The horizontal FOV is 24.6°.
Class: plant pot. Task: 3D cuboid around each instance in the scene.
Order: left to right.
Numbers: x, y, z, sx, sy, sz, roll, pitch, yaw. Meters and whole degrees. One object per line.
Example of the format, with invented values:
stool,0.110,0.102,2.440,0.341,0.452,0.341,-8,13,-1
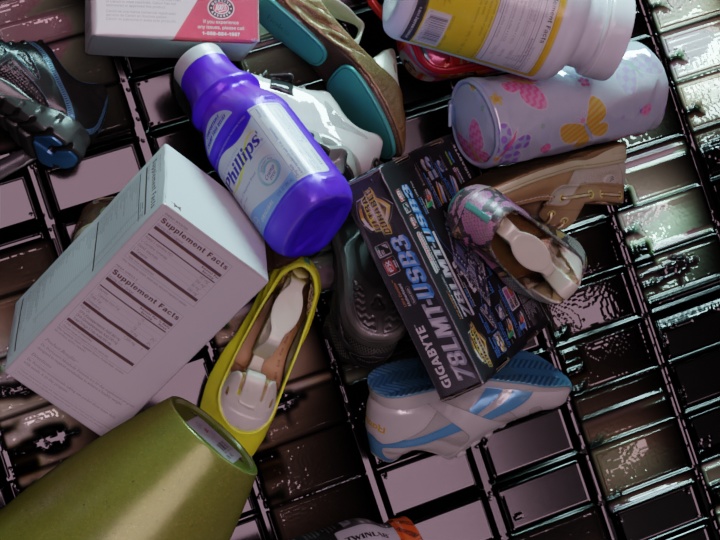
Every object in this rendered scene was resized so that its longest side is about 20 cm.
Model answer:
plant pot,-0.181,0.204,1.317,0.187,0.187,0.200,41,94,-7

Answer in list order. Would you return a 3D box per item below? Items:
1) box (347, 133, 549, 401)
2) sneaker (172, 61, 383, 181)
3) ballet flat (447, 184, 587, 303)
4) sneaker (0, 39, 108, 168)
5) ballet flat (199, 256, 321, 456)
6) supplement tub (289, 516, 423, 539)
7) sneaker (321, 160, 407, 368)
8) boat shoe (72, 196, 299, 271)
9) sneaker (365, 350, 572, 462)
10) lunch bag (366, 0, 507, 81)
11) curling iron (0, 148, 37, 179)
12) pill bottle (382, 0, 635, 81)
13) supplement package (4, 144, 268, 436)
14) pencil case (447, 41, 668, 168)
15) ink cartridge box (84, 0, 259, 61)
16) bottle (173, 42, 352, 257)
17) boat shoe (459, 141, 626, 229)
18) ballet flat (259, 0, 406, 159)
box,0.076,-0.009,1.422,0.050,0.198,0.200,-26,93,27
sneaker,-0.071,-0.135,1.459,0.200,0.074,0.089,33,43,9
ballet flat,0.148,-0.011,1.416,0.069,0.071,0.200,-52,138,5
sneaker,-0.310,-0.168,1.413,0.200,0.073,0.082,35,57,-10
ballet flat,-0.087,0.078,1.435,0.067,0.067,0.200,25,81,-10
supplement tub,-0.038,0.285,1.401,0.200,0.123,0.123,-18,90,-14
sneaker,0.000,0.000,1.465,0.076,0.114,0.200,2,57,-13
boat shoe,-0.146,-0.043,1.425,0.202,0.075,0.075,-1,43,-8
sneaker,0.095,0.119,1.477,0.200,0.077,0.081,-5,117,-22
lunch bag,0.088,-0.275,1.502,0.176,0.082,0.200,-10,89,-9
curling iron,-0.369,-0.064,1.402,0.200,0.026,0.050,-22,94,-14
pill bottle,0.127,-0.227,1.409,0.200,0.112,0.112,15,82,-11
supplement package,-0.181,0.018,1.341,0.110,0.114,0.200,38,110,-24
pencil case,0.179,-0.151,1.490,0.200,0.091,0.083,-16,133,-25
ink cartridge box,-0.165,-0.291,1.439,0.145,0.083,0.200,1,85,-13
bottle,-0.086,-0.105,1.356,0.065,0.084,0.200,-9,53,-43
boat shoe,0.172,-0.068,1.481,0.200,0.074,0.066,-17,100,-37
ballet flat,-0.013,-0.193,1.484,0.200,0.068,0.072,47,59,-2
